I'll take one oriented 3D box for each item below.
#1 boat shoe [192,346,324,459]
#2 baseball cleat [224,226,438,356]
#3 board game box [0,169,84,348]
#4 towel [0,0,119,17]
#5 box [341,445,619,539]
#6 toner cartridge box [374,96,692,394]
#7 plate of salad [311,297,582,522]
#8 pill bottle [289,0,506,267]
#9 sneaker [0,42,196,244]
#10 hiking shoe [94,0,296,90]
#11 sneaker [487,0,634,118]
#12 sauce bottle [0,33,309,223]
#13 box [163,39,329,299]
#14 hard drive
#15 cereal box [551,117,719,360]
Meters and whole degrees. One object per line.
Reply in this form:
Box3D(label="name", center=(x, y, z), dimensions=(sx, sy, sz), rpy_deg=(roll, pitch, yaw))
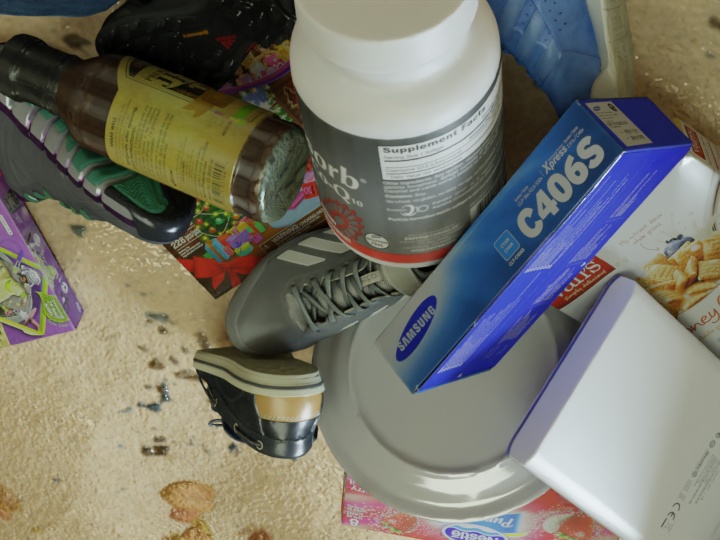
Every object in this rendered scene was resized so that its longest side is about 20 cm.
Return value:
Box3D(label="boat shoe", center=(-0.072, 0.086, 1.008), dimensions=(0.074, 0.200, 0.063), rpy_deg=(-2, 95, -17))
Box3D(label="baseball cleat", center=(0.000, 0.000, 0.944), dimensions=(0.199, 0.106, 0.070), rpy_deg=(-30, 101, 2))
Box3D(label="board game box", center=(-0.297, -0.029, 1.062), dimensions=(0.119, 0.032, 0.201), rpy_deg=(-10, 122, 21))
Box3D(label="towel", center=(-0.170, -0.181, 0.834), dimensions=(0.111, 0.200, 0.049), rpy_deg=(-1, 87, -21))
Box3D(label="box", center=(0.091, 0.135, 1.053), dimensions=(0.198, 0.100, 0.096), rpy_deg=(9, 135, 3))
Box3D(label="toner cartridge box", center=(0.099, -0.014, 0.862), dimensions=(0.043, 0.095, 0.200), rpy_deg=(51, 121, 21))
Box3D(label="plate of salad", center=(0.065, 0.069, 0.993), dimensions=(0.198, 0.202, 0.048), rpy_deg=(-1, 166, 11))
Box3D(label="pill bottle", center=(0.022, -0.099, 0.816), dimensions=(0.115, 0.117, 0.201), rpy_deg=(2, 149, 9))
Box3D(label="sneaker", center=(-0.182, -0.064, 0.952), dimensions=(0.200, 0.074, 0.088), rpy_deg=(42, 131, 27))
Box3D(label="hiking shoe", center=(-0.082, -0.169, 0.892), dimensions=(0.199, 0.101, 0.076), rpy_deg=(-14, 132, 44))
Box3D(label="sneaker", center=(0.099, -0.147, 0.880), dimensions=(0.110, 0.077, 0.201), rpy_deg=(-2, 133, 21))
Box3D(label="sauce bottle", center=(-0.128, -0.091, 0.876), dimensions=(0.199, 0.065, 0.065), rpy_deg=(23, 128, 16))
Box3D(label="box", center=(-0.068, -0.081, 0.976), dimensions=(0.199, 0.039, 0.137), rpy_deg=(-32, 113, 28))
Box3D(label="hard drive", center=(0.192, 0.109, 0.960), dimensions=(0.200, 0.025, 0.132), rpy_deg=(38, 83, -36))
Box3D(label="cereal box", center=(0.217, 0.000, 0.947), dimensions=(0.199, 0.040, 0.144), rpy_deg=(27, 128, -30))
